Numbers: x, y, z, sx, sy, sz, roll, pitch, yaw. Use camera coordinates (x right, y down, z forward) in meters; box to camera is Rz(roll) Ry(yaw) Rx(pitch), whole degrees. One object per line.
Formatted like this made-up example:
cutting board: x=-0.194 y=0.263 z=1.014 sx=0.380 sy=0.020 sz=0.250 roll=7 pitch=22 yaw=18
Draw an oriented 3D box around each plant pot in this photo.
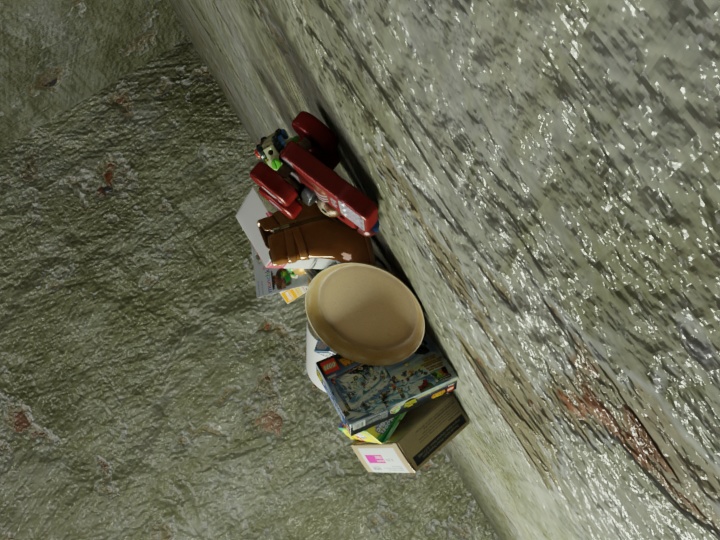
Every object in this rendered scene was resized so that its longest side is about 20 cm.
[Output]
plant pot: x=0.009 y=0.066 z=1.189 sx=0.201 sy=0.199 sz=0.028 roll=60 pitch=-148 yaw=-21

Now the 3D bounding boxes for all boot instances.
boot: x=-0.070 y=-0.039 z=1.224 sx=0.201 sy=0.154 sz=0.077 roll=61 pitch=159 yaw=28

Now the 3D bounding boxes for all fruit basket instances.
fruit basket: x=-0.154 y=-0.051 z=1.650 sx=0.094 sy=0.198 sz=0.187 roll=43 pitch=-144 yaw=-67

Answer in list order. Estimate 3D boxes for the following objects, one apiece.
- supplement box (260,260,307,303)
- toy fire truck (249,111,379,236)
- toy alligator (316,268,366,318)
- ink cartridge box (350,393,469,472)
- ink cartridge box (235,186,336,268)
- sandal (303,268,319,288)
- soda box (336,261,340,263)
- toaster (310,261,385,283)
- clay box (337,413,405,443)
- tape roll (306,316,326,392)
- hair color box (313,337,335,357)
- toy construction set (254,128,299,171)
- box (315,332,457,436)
supplement box: x=-0.118 y=-0.022 z=1.752 sx=0.074 sy=0.199 sz=0.126 roll=56 pitch=176 yaw=27
toy fire truck: x=-0.046 y=-0.107 z=1.010 sx=0.168 sy=0.112 sz=0.200 roll=39 pitch=175 yaw=5
toy alligator: x=0.011 y=0.062 z=1.245 sx=0.199 sy=0.059 sz=0.054 roll=28 pitch=133 yaw=10
ink cartridge box: x=0.097 y=0.329 z=1.505 sx=0.075 sy=0.164 sz=0.200 roll=57 pitch=150 yaw=-4
ink cartridge box: x=-0.122 y=-0.081 z=1.466 sx=0.199 sy=0.085 sz=0.146 roll=0 pitch=-132 yaw=-47
sandal: x=-0.083 y=0.028 z=1.521 sx=0.201 sy=0.055 sz=0.082 roll=54 pitch=-147 yaw=10
soda box: x=0.000 y=0.000 z=1.435 sx=0.068 sy=0.063 sz=0.201 roll=53 pitch=174 yaw=47
toaster: x=0.005 y=0.069 z=1.346 sx=0.201 sy=0.129 sz=0.114 roll=59 pitch=167 yaw=-15
clay box: x=0.031 y=0.281 z=1.489 sx=0.048 sy=0.115 sz=0.200 roll=38 pitch=160 yaw=-9
tape roll: x=-0.021 y=0.161 z=1.654 sx=0.203 sy=0.201 sz=0.140 roll=-125 pitch=30 yaw=-43
hair color box: x=0.015 y=0.149 z=1.469 sx=0.199 sy=0.101 sz=0.060 roll=30 pitch=160 yaw=-31
toy construction set: x=-0.131 y=-0.194 z=1.383 sx=0.132 sy=0.092 sz=0.200 roll=60 pitch=176 yaw=-18
box: x=0.042 y=0.175 z=1.245 sx=0.137 sy=0.199 sz=0.040 roll=56 pitch=159 yaw=39
